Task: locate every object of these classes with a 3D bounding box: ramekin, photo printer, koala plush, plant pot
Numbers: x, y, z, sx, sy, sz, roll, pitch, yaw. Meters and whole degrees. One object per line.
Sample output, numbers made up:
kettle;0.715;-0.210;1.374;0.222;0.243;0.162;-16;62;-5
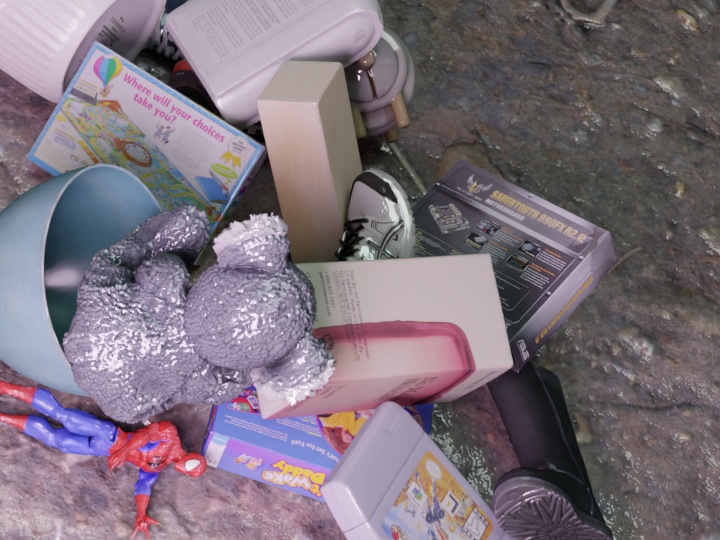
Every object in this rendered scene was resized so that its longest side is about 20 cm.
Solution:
ramekin;-0.284;-0.262;1.727;0.105;0.200;0.200;39;44;8
photo printer;-0.082;-0.248;1.739;0.199;0.070;0.167;-32;48;-3
koala plush;-0.119;0.041;1.404;0.184;0.199;0.178;-30;109;-57
plant pot;-0.266;0.014;1.495;0.134;0.201;0.200;-5;34;28

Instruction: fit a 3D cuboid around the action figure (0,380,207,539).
action figure;-0.227;0.158;1.445;0.199;0.065;0.099;14;38;-11

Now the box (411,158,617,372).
box;0.125;-0.009;1.681;0.200;0.048;0.158;29;65;36

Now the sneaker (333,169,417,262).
sneaker;0.000;0.000;1.633;0.087;0.076;0.201;4;80;-34

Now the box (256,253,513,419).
box;0.014;0.059;1.522;0.199;0.128;0.110;-3;72;-27

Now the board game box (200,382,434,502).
board game box;-0.037;0.141;1.565;0.199;0.045;0.135;19;43;-8

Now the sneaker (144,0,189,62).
sneaker;-0.197;-0.249;1.845;0.108;0.070;0.200;-17;50;-42

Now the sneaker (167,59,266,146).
sneaker;-0.119;-0.150;1.796;0.199;0.077;0.082;21;51;10

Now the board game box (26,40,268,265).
board game box;-0.207;-0.114;1.672;0.199;0.135;0.034;33;4;6

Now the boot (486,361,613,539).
boot;0.154;0.156;1.586;0.165;0.065;0.201;40;28;-44

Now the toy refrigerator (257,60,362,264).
toy refrigerator;-0.045;-0.099;1.679;0.070;0.201;0.076;5;39;20

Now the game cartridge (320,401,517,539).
game cartridge;0.057;0.226;1.479;0.200;0.041;0.133;49;38;-11

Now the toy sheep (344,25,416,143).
toy sheep;0.000;-0.201;1.821;0.137;0.200;0.139;1;83;-11
